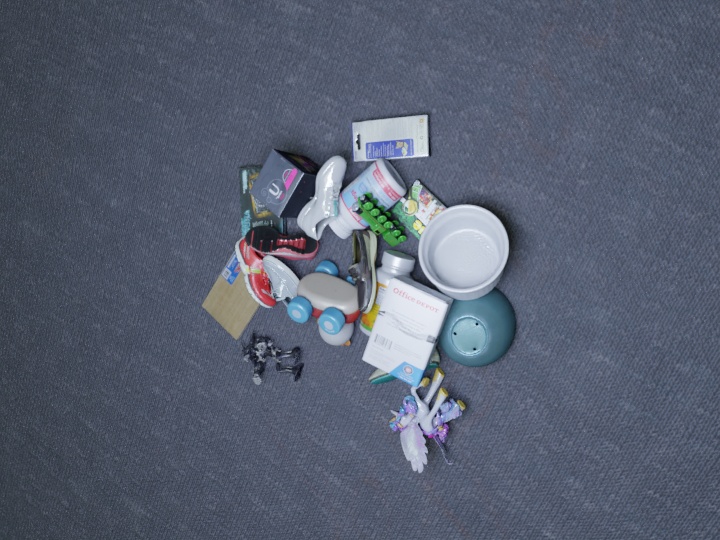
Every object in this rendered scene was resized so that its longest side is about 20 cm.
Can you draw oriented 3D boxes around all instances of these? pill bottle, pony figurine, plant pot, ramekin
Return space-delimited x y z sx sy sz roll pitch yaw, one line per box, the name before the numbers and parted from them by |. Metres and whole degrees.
pill bottle | 0.071 0.060 1.285 0.108 0.111 0.206 18 102 16
pony figurine | 0.164 0.373 1.287 0.202 0.164 0.195 -52 48 21
pill bottle | 0.010 -0.172 1.280 0.199 0.108 0.110 -39 84 19
plant pot | 0.260 0.136 1.217 0.194 0.134 0.207 2 97 19
ramekin | 0.233 -0.034 1.170 0.194 0.098 0.207 -6 69 15

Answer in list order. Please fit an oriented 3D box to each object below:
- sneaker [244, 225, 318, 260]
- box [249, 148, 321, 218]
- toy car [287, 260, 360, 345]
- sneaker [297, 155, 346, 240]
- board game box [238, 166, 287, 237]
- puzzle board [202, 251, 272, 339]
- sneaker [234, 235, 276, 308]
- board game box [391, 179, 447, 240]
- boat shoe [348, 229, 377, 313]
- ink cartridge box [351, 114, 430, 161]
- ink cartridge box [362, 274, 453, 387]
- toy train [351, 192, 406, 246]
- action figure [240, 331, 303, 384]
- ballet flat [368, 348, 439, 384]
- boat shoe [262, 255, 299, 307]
sneaker | -0.206 -0.058 1.366 0.193 0.087 0.076 10 67 2
box | -0.161 -0.208 1.286 0.105 0.199 0.124 38 107 13
toy car | -0.079 0.119 1.341 0.172 0.185 0.205 16 131 17
sneaker | -0.074 -0.167 1.241 0.088 0.074 0.203 44 115 36
board game box | -0.265 -0.178 1.417 0.131 0.028 0.207 2 98 19
puzzle board | -0.351 0.071 1.485 0.150 0.017 0.202 39 107 12
sneaker | -0.268 0.001 1.398 0.083 0.077 0.205 -23 92 16
board game box | 0.177 -0.115 1.275 0.200 0.023 0.105 44 110 10
boat shoe | 0.000 0.000 1.253 0.073 0.063 0.207 146 129 -58
ink cartridge box | 0.074 -0.321 1.279 0.193 0.037 0.098 -1 97 17
ink cartridge box | 0.108 0.132 1.180 0.141 0.084 0.205 23 103 16
toy train | 0.045 -0.117 1.242 0.055 0.199 0.043 -26 52 23
action figure | -0.259 0.240 1.429 0.194 0.102 0.123 8 111 16
ballet flat | 0.109 0.236 1.330 0.195 0.067 0.064 -19 63 17
boat shoe | -0.194 0.053 1.362 0.202 0.072 0.069 51 148 -17
